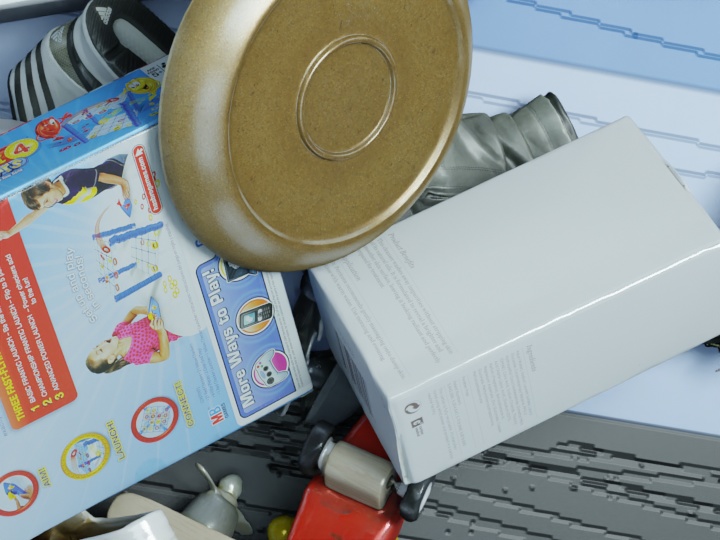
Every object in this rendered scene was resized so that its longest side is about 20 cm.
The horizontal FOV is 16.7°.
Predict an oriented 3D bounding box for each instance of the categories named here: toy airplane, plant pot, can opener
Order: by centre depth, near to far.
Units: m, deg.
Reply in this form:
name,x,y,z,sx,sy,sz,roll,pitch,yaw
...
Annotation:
name,x,y,z,sx,sy,sz,roll,pitch,yaw
plant pot,-0.013,-0.089,1.226,0.200,0.027,0.200,-20,122,-36
toy airplane,-0.022,0.186,1.358,0.199,0.141,0.200,-22,79,5
can opener,0.000,0.000,1.365,0.067,0.053,0.200,17,118,-18

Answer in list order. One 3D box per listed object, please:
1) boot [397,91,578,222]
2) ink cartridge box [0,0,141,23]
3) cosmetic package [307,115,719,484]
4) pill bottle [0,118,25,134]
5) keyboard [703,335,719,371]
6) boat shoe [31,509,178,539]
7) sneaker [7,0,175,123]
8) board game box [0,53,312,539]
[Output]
name,x,y,z,sx,sy,sz,roll,pitch,yaw
boot,0.055,-0.079,1.405,0.131,0.068,0.200,-19,101,-10
ink cartridge box,-0.165,-0.247,1.362,0.145,0.084,0.200,-10,92,-6
cosmetic package,0.086,0.014,1.303,0.200,0.081,0.113,-23,49,-8
pill bottle,-0.201,0.029,1.329,0.112,0.112,0.200,14,115,-6
keyboard,0.218,0.009,1.389,0.200,0.040,0.104,-4,128,23
boat shoe,-0.164,0.151,1.325,0.071,0.200,0.070,-26,104,-37
sneaker,-0.116,-0.066,1.388,0.115,0.076,0.200,-25,124,35
board game box,-0.139,0.018,1.247,0.196,0.056,0.200,-27,128,-17
